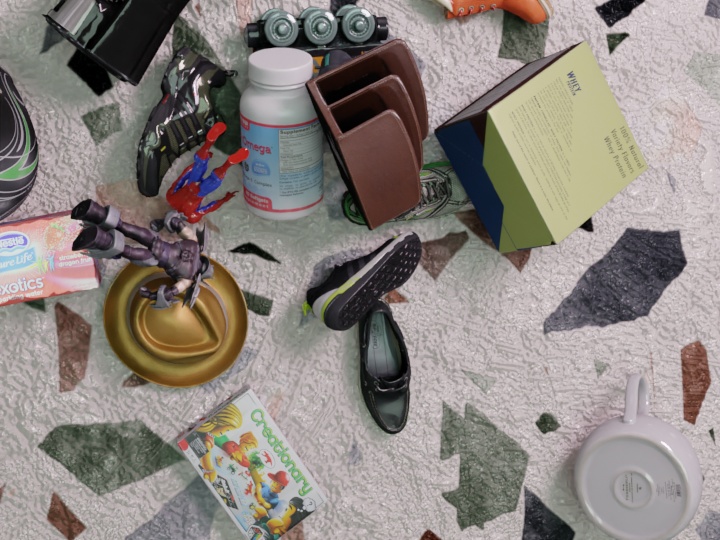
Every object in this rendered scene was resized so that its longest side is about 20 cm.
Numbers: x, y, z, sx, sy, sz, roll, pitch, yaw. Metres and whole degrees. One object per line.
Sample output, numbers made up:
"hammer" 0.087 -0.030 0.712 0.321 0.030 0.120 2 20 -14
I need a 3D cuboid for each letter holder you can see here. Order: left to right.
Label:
"letter holder" 0.034 -0.169 1.317 0.140 0.201 0.101 -27 58 -2

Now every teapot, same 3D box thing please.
"teapot" 0.412 0.289 1.548 0.197 0.146 0.201 41 116 11

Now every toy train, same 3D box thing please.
"toy train" -0.056 -0.292 1.408 0.196 0.085 0.116 -6 107 -12

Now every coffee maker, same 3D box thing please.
"coffee maker" -0.264 -0.335 1.318 0.191 0.135 0.201 34 94 -4

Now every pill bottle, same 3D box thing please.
"pill bottle" -0.101 -0.176 1.361 0.107 0.109 0.203 -6 120 -12

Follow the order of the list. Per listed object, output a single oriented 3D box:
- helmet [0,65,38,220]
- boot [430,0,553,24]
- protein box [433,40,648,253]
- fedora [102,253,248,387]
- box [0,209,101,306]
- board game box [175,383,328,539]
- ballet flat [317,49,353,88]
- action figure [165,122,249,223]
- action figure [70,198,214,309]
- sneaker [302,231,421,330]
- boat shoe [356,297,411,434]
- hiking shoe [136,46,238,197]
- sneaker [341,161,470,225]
"helmet" -0.480 -0.140 1.256 0.196 0.200 0.194 -7 74 -12
"boot" 0.168 -0.379 1.456 0.198 0.075 0.108 30 92 -6
"protein box" 0.246 -0.165 1.434 0.199 0.134 0.200 -36 103 -25
"fedora" -0.242 0.068 1.400 0.197 0.082 0.205 -2 97 -13
"box" -0.436 -0.013 1.340 0.196 0.095 0.105 -10 97 -12
"board game box" -0.150 0.277 1.469 0.125 0.035 0.201 -36 102 -7
"ballet flat" -0.004 -0.219 1.378 0.073 0.073 0.200 -48 147 -4
"action figure" -0.188 -0.126 1.360 0.065 0.200 0.099 47 50 -1
"action figure" -0.263 -0.026 1.321 0.198 0.069 0.132 25 51 -37
"sneaker" 0.000 0.000 1.455 0.199 0.082 0.072 -38 139 -28
"boat shoe" 0.037 0.138 1.481 0.073 0.066 0.203 -6 97 -12
"hiking shoe" -0.229 -0.184 1.380 0.099 0.076 0.203 20 91 -11
"sneaker" 0.077 -0.099 1.455 0.197 0.085 0.079 -15 100 -11
